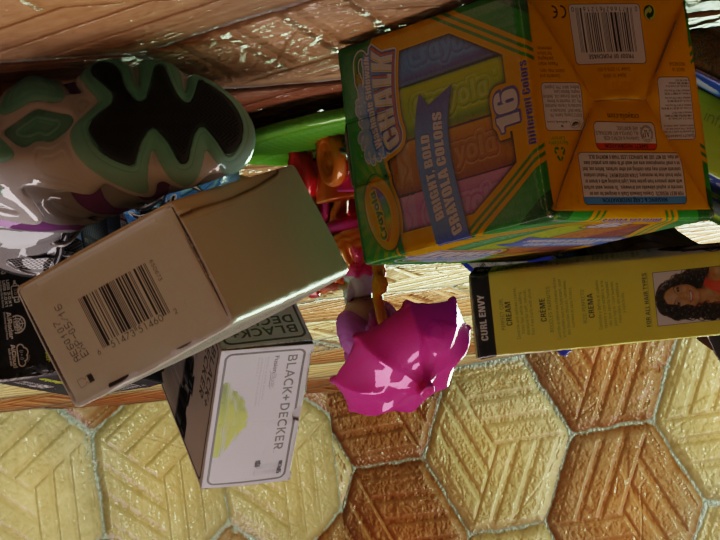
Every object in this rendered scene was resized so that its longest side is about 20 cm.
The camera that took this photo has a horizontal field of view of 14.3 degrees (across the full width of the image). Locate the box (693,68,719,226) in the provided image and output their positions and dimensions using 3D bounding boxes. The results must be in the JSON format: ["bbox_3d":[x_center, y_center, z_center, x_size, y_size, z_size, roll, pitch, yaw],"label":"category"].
[{"bbox_3d":[0.200,-0.064,1.619,0.121,0.048,0.200,26,176,-10],"label":"box"}]

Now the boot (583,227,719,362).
[{"bbox_3d":[0.175,-0.029,1.763,0.186,0.200,0.064,26,107,-42],"label":"boot"}]

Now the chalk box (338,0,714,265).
[{"bbox_3d":[0.072,-0.070,1.538,0.124,0.125,0.200,-3,172,-38],"label":"chalk box"}]

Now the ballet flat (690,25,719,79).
[{"bbox_3d":[0.242,-0.104,1.649,0.199,0.071,0.071,26,164,-15],"label":"ballet flat"}]

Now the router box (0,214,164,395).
[{"bbox_3d":[-0.177,-0.005,1.726,0.062,0.151,0.200,-9,174,8],"label":"router box"}]

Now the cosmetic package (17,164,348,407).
[{"bbox_3d":[-0.091,0.005,1.532,0.103,0.073,0.200,-28,180,17],"label":"cosmetic package"}]

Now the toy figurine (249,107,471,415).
[{"bbox_3d":[0.000,0.000,1.797,0.149,0.185,0.200,-8,177,-23],"label":"toy figurine"}]

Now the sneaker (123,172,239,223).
[{"bbox_3d":[-0.110,-0.050,1.661,0.078,0.091,0.200,-9,174,18],"label":"sneaker"}]

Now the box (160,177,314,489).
[{"bbox_3d":[-0.092,0.027,1.807,0.060,0.200,0.117,-5,131,-20],"label":"box"}]

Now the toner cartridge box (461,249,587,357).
[{"bbox_3d":[0.114,-0.014,1.758,0.043,0.095,0.200,-46,-179,15],"label":"toner cartridge box"}]

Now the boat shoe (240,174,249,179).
[{"bbox_3d":[-0.135,-0.023,1.987,0.064,0.072,0.200,-4,174,-37],"label":"boat shoe"}]

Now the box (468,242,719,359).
[{"bbox_3d":[0.161,0.014,1.597,0.199,0.050,0.075,-6,-178,4],"label":"box"}]

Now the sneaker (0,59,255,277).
[{"bbox_3d":[-0.150,-0.044,1.540,0.199,0.078,0.140,1,148,5],"label":"sneaker"}]
